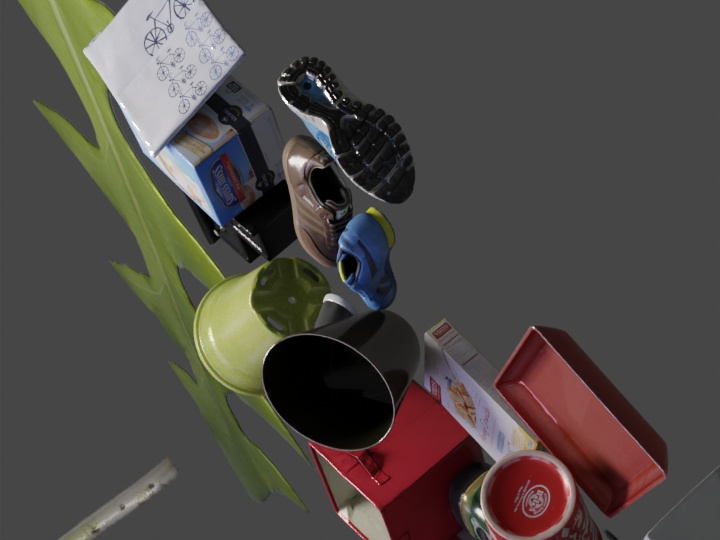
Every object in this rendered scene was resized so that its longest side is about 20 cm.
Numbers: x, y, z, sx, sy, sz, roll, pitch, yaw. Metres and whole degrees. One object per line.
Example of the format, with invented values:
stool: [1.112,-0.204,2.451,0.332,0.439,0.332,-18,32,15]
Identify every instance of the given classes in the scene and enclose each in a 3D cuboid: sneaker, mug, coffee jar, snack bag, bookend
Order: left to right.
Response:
snack bag: [-0.252,-0.277,1.520,0.201,0.188,0.021,55,-158,21]
bookend: [-0.157,-0.074,1.723,0.199,0.092,0.201,40,162,31]
sneaker: [-0.043,-0.073,1.508,0.075,0.070,0.201,32,151,45]
sneaker: [-0.018,0.130,1.707,0.070,0.100,0.200,11,149,40]
sneaker: [-0.006,-0.150,1.324,0.200,0.078,0.090,51,180,20]
sneaker: [0.000,0.000,1.522,0.066,0.078,0.201,43,159,24]
coffee jar: [0.206,0.338,1.591,0.200,0.085,0.105,31,154,46]
mug: [0.210,0.312,1.379,0.200,0.132,0.179,65,-164,-56]

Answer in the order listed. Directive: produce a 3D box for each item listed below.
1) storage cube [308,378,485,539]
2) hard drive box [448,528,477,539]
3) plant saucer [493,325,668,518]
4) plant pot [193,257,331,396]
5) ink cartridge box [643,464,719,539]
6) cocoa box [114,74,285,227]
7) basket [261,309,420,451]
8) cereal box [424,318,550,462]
storage cube: [0.061,0.287,1.704,0.171,0.179,0.201,36,153,41]
hard drive box: [0.191,0.433,1.680,0.200,0.155,0.077,28,148,50]
plant saucer: [0.238,0.158,1.288,0.200,0.037,0.200,49,160,14]
plant pot: [-0.132,0.069,1.814,0.201,0.200,0.184,53,150,3]
ink cartridge box: [0.339,0.281,1.090,0.147,0.146,0.201,45,159,24]
cocoa box: [-0.210,-0.184,1.604,0.200,0.131,0.134,42,163,32]
basket: [-0.007,0.126,1.534,0.179,0.200,0.137,25,109,13]
cereal box: [0.155,0.168,1.493,0.200,0.039,0.144,44,158,26]
